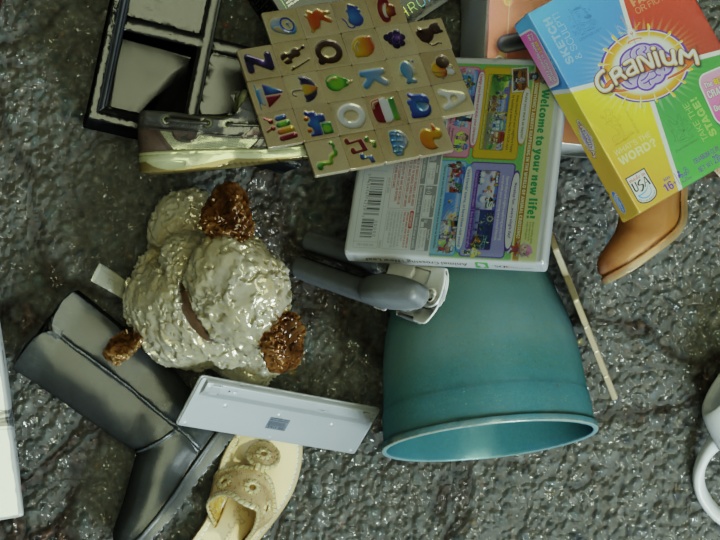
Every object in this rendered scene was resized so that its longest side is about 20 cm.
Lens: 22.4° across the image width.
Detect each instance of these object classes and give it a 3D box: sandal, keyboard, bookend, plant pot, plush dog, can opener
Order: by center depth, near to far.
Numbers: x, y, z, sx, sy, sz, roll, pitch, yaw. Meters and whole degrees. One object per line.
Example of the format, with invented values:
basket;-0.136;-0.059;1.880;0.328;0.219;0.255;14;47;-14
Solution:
plush dog;-0.131;0.022;1.608;0.160;0.171;0.201;-29;94;-44
can opener;0.000;0.000;1.643;0.067;0.199;0.054;27;84;-43
bookend;-0.138;-0.209;1.671;0.198;0.092;0.201;13;86;-12
keyboard;-0.073;0.134;1.672;0.199;0.011;0.056;13;123;-34
plant pot;0.110;0.065;1.674;0.198;0.200;0.190;-2;75;-11
sandal;-0.111;0.225;1.682;0.077;0.070;0.213;31;83;-9

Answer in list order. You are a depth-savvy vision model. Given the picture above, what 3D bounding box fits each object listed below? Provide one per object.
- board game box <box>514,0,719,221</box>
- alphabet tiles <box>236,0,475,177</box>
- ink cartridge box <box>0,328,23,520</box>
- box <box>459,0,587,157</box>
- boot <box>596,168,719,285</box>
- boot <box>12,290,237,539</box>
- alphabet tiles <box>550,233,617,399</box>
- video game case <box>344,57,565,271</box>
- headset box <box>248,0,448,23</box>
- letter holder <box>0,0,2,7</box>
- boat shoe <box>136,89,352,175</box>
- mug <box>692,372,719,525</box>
board game box;0.250;-0.167;1.606;0.152;0.040;0.201;-29;88;-16
alphabet tiles;-0.003;-0.166;1.604;0.198;0.006;0.168;-12;68;-20
ink cartridge box;-0.349;0.116;1.597;0.083;0.145;0.202;-7;91;-12
box;0.199;-0.188;1.731;0.198;0.106;0.154;3;89;-12
boot;0.241;-0.102;1.646;0.155;0.077;0.200;42;84;-7
boot;-0.236;0.139;1.659;0.200;0.066;0.165;41;74;-11
alphabet tiles;0.196;0.019;1.678;0.006;0.167;0.201;-22;130;6
video game case;0.087;-0.098;1.619;0.180;0.022;0.202;3;67;14
headset box;-0.026;-0.299;1.695;0.173;0.093;0.201;-33;95;-10
letter holder;-0.383;-0.169;1.596;0.100;0.142;0.202;12;87;-11
boat shoe;-0.099;-0.125;1.595;0.199;0.072;0.067;-9;98;-7
mug;0.409;0.175;1.761;0.175;0.148;0.200;37;113;-3
